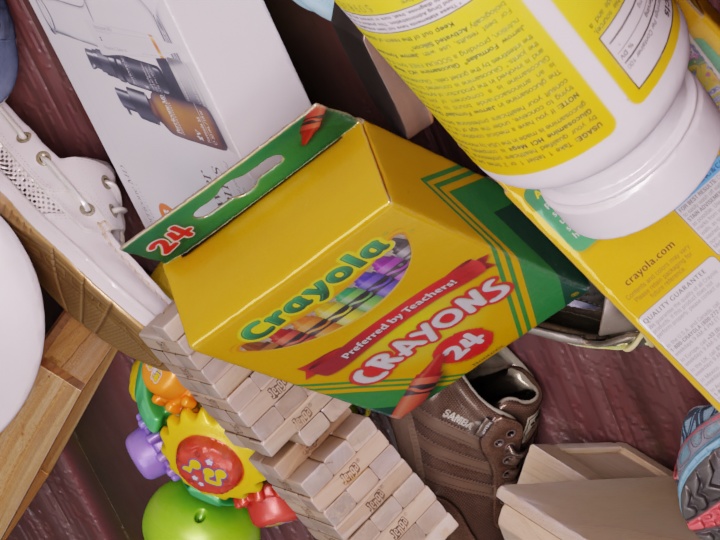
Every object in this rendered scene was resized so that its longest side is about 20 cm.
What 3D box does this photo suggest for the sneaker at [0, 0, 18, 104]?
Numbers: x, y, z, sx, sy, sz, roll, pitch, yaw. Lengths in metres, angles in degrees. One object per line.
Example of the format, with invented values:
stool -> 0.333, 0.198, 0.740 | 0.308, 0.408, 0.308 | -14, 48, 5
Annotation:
sneaker -> -0.212, -0.156, 1.361 | 0.084, 0.075, 0.201 | 26, 146, 49

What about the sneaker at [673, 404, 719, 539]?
sneaker -> 0.241, 0.056, 1.344 | 0.199, 0.096, 0.080 | -24, 115, 8

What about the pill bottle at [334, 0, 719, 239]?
pill bottle -> 0.068, -0.108, 1.160 | 0.112, 0.113, 0.200 | -16, 130, 35

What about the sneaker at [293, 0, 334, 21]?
sneaker -> 0.015, -0.141, 1.302 | 0.200, 0.074, 0.082 | 36, 170, -17

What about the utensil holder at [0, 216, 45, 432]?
utensil holder -> -0.265, 0.039, 1.462 | 0.170, 0.170, 0.200 | 38, 160, -9

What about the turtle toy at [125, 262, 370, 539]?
turtle toy -> -0.071, 0.092, 1.511 | 0.145, 0.101, 0.201 | 22, 135, 6

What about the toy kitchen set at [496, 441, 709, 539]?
toy kitchen set -> 0.127, 0.205, 1.379 | 0.200, 0.163, 0.181 | 31, 109, 41

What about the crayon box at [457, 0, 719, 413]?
crayon box -> 0.156, -0.040, 1.286 | 0.126, 0.052, 0.200 | -42, 106, 14

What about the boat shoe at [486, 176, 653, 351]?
boat shoe -> 0.126, 0.010, 1.372 | 0.201, 0.060, 0.072 | 15, 134, 13

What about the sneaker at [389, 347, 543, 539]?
sneaker -> 0.065, 0.091, 1.467 | 0.075, 0.071, 0.201 | -2, 128, 26

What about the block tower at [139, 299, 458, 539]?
block tower -> -0.031, 0.082, 1.409 | 0.200, 0.054, 0.058 | 52, 162, -20

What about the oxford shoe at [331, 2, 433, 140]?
oxford shoe -> 0.006, -0.159, 1.213 | 0.071, 0.071, 0.201 | -30, 120, -6

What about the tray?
tray -> -0.183, 0.085, 1.560 | 0.037, 0.099, 0.200 | 31, 135, 0

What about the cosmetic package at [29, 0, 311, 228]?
cosmetic package -> -0.087, -0.089, 1.352 | 0.151, 0.052, 0.201 | 23, 145, 52

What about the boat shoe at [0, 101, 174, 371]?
boat shoe -> -0.153, -0.032, 1.442 | 0.200, 0.069, 0.071 | 43, 158, 7

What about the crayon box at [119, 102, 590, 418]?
crayon box -> 0.000, 0.000, 1.271 | 0.127, 0.051, 0.200 | -36, 147, 25
